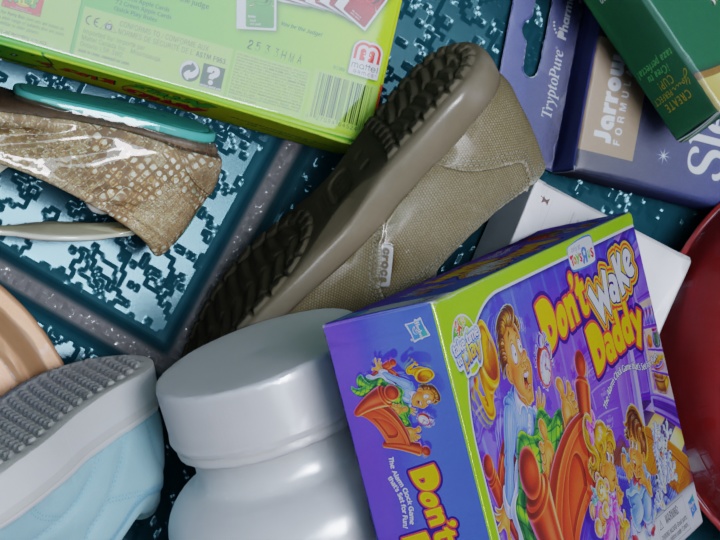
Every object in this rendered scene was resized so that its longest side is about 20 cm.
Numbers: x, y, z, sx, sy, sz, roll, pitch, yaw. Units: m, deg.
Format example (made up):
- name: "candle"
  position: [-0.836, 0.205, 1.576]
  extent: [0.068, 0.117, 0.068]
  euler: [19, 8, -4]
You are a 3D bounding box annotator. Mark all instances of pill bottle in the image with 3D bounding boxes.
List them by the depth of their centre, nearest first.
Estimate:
- name: "pill bottle"
  position: [-0.008, 0.122, 0.784]
  extent: [0.110, 0.111, 0.202]
  euler: [-22, 105, -16]

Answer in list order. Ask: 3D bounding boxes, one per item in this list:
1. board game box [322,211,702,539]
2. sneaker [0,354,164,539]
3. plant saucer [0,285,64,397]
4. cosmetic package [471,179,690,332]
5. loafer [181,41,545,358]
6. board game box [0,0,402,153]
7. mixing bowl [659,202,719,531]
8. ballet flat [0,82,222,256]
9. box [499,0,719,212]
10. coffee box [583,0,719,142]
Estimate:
- name: "board game box"
  position: [0.065, 0.062, 0.775]
  extent: [0.044, 0.200, 0.136]
  euler: [-12, 95, 28]
- name: "sneaker"
  position: [-0.126, 0.097, 0.753]
  extent: [0.200, 0.073, 0.083]
  euler: [-30, 112, -57]
- name: "plant saucer"
  position: [-0.205, 0.085, 0.818]
  extent: [0.198, 0.032, 0.203]
  euler: [0, 90, -17]
- name: "cosmetic package"
  position: [0.063, 0.069, 0.891]
  extent: [0.082, 0.051, 0.202]
  euler: [26, 83, -16]
- name: "loafer"
  position: [0.000, 0.000, 0.834]
  extent: [0.067, 0.076, 0.200]
  euler: [38, 108, -18]
- name: "board game box"
  position: [-0.083, -0.124, 0.847]
  extent: [0.198, 0.048, 0.103]
  euler: [15, 85, -17]
- name: "mixing bowl"
  position: [0.231, 0.039, 0.861]
  extent: [0.198, 0.108, 0.203]
  euler: [1, 84, -5]
- name: "ballet flat"
  position: [-0.154, -0.050, 0.818]
  extent: [0.198, 0.071, 0.066]
  euler: [17, 99, -13]
- name: "box"
  position: [0.162, -0.089, 0.933]
  extent: [0.198, 0.032, 0.123]
  euler: [12, 86, -16]
- name: "coffee box"
  position: [0.133, -0.170, 0.888]
  extent: [0.122, 0.044, 0.201]
  euler: [-31, 86, -25]
